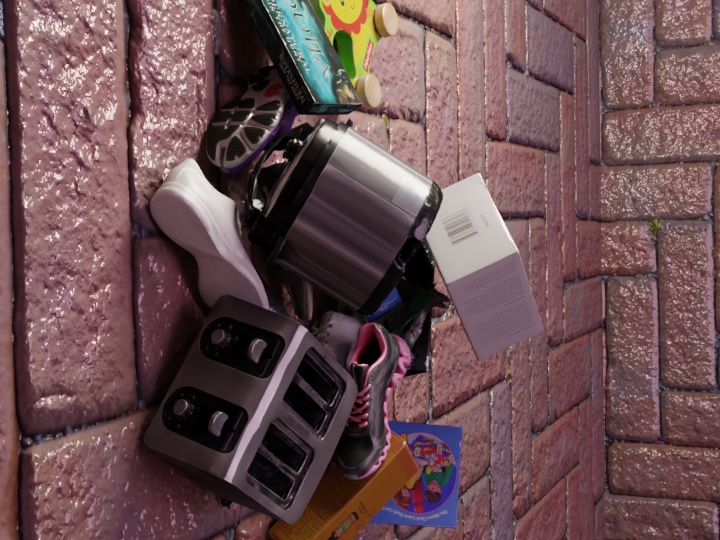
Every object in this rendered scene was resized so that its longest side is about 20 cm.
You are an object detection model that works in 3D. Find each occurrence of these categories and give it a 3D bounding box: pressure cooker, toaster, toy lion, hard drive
[{"bbox_3d":[-0.027,-0.071,1.109,0.180,0.198,0.176,-58,-174,13],"label":"pressure cooker"},{"bbox_3d":[-0.110,0.157,1.065,0.182,0.117,0.200,-62,145,-19],"label":"toaster"},{"bbox_3d":[-0.027,-0.347,1.366,0.192,0.068,0.203,43,51,-49],"label":"toy lion"},{"bbox_3d":[0.071,0.056,1.504,0.139,0.032,0.203,151,-55,-70],"label":"hard drive"}]

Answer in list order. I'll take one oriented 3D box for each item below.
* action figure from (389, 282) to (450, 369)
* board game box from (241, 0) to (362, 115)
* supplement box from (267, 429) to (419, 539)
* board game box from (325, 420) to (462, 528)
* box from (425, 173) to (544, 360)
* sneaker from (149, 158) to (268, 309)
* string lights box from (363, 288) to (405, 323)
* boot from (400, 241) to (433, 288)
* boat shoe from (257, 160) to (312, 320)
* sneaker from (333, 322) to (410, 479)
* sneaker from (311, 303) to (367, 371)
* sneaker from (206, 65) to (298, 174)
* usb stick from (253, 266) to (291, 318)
[{"bbox_3d":[0.049,0.113,1.358,0.201,0.054,0.118,-53,172,-11],"label":"action figure"},{"bbox_3d":[-0.078,-0.279,1.186,0.202,0.028,0.135,63,26,4],"label":"board game box"},{"bbox_3d":[-0.020,0.289,1.257,0.200,0.068,0.067,-44,136,-18],"label":"supplement box"},{"bbox_3d":[0.035,0.271,1.344,0.045,0.197,0.137,151,-54,-73],"label":"board game box"},{"bbox_3d":[0.163,-0.002,1.371,0.201,0.105,0.154,60,7,-52],"label":"box"},{"bbox_3d":[-0.147,-0.030,1.077,0.089,0.074,0.201,-72,144,-47],"label":"sneaker"},{"bbox_3d":[0.000,0.000,1.302,0.103,0.059,0.200,58,0,18],"label":"string lights box"},{"bbox_3d":[0.053,-0.037,1.337,0.199,0.073,0.163,54,2,-44],"label":"boot"},{"bbox_3d":[-0.092,-0.035,1.235,0.067,0.056,0.203,-97,-177,-73],"label":"boat shoe"},{"bbox_3d":[0.002,0.156,1.244,0.096,0.078,0.203,57,41,-55],"label":"sneaker"},{"bbox_3d":[-0.044,0.107,1.328,0.088,0.074,0.200,66,27,-11],"label":"sneaker"},{"bbox_3d":[-0.110,-0.165,1.160,0.201,0.079,0.084,-60,147,-48],"label":"sneaker"},{"bbox_3d":[-0.096,0.080,1.181,0.056,0.032,0.201,-51,123,-31],"label":"usb stick"}]
